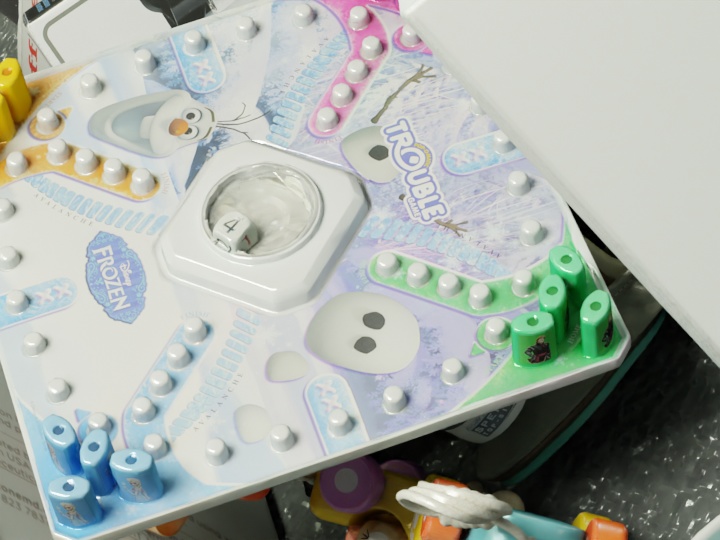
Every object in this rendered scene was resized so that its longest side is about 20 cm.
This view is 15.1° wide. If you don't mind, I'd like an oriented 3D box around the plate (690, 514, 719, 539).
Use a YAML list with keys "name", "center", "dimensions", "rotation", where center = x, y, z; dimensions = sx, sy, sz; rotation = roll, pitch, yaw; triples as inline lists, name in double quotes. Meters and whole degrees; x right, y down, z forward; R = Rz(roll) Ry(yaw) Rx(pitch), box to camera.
- name: "plate"
  center: [0.164, 0.139, 0.725]
  dimensions: [0.200, 0.201, 0.026]
  rotation: [-19, 10, 39]

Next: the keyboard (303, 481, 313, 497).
- name: "keyboard"
  center: [0.039, -0.001, 1.064]
  dimensions: [0.200, 0.040, 0.104]
  rotation: [-51, 31, 26]

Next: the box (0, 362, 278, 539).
- name: "box"
  center: [-0.153, 0.120, 1.050]
  dimensions: [0.171, 0.199, 0.200]
  rotation: [-42, 38, 18]

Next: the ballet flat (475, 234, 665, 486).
- name: "ballet flat"
  center: [0.098, -0.010, 0.976]
  dimensions: [0.200, 0.064, 0.067]
  rotation: [-45, 8, 11]

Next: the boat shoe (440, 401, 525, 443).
- name: "boat shoe"
  center: [0.000, 0.000, 1.013]
  dimensions: [0.072, 0.068, 0.200]
  rotation: [-62, 26, 15]

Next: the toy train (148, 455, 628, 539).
- name: "toy train"
  center: [-0.004, 0.092, 0.957]
  dimensions: [0.200, 0.150, 0.056]
  rotation: [12, 88, 47]

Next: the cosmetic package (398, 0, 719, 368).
- name: "cosmetic package"
  center: [0.115, -0.061, 0.825]
  dimensions: [0.123, 0.200, 0.199]
  rotation: [-41, 11, 9]

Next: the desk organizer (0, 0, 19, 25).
- name: "desk organizer"
  center: [-0.099, -0.189, 1.339]
  dimensions: [0.200, 0.072, 0.077]
  rotation: [-24, 44, 35]

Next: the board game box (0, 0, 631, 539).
- name: "board game box"
  center: [-0.034, -0.020, 0.931]
  dimensions: [0.200, 0.026, 0.200]
  rotation: [-19, 53, -5]

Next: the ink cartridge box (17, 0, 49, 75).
- name: "ink cartridge box"
  center: [-0.078, -0.103, 1.180]
  dimensions: [0.200, 0.086, 0.147]
  rotation: [-136, 43, -55]

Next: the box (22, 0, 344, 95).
- name: "box"
  center: [-0.016, -0.104, 1.036]
  dimensions: [0.200, 0.117, 0.060]
  rotation: [-33, 13, -2]
